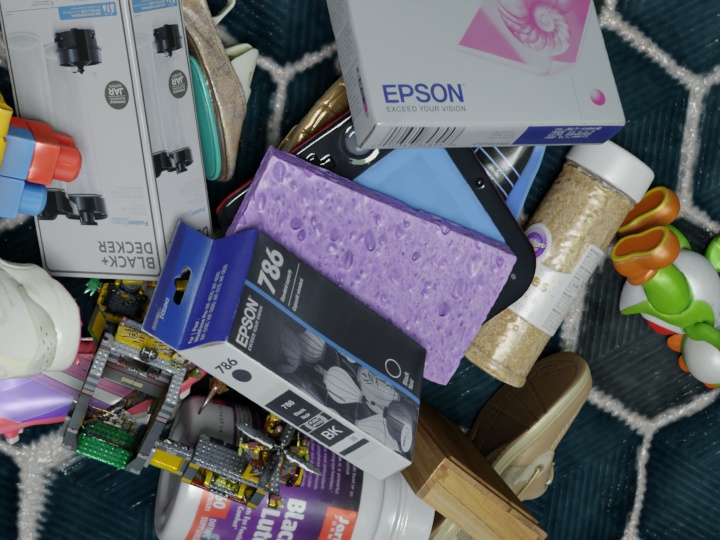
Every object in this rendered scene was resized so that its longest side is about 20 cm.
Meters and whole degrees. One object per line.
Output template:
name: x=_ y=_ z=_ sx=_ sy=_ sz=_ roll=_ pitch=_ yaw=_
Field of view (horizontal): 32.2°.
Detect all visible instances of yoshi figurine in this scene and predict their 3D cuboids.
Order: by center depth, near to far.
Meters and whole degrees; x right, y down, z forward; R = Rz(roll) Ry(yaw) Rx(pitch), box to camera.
yoshi figurine: x=0.291 y=0.027 z=1.004 sx=0.112 sy=0.112 sz=0.200 roll=-44 pitch=112 yaw=-7

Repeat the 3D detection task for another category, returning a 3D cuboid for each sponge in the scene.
sponge: x=0.000 y=0.000 z=0.875 sx=0.198 sy=0.030 sz=0.112 roll=22 pitch=109 yaw=-20

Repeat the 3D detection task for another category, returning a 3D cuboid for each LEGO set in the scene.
LEGO set: x=-0.106 y=0.067 z=0.842 sx=0.198 sy=0.155 sz=0.116 roll=28 pitch=137 yaw=-5

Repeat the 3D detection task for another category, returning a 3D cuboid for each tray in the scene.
tray: x=0.060 y=0.139 z=0.923 sx=0.098 sy=0.200 sz=0.037 roll=38 pitch=92 yaw=-19

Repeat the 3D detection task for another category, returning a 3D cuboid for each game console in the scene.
game console: x=0.019 y=-0.020 z=0.899 sx=0.176 sy=0.031 sz=0.201 roll=-36 pitch=116 yaw=0

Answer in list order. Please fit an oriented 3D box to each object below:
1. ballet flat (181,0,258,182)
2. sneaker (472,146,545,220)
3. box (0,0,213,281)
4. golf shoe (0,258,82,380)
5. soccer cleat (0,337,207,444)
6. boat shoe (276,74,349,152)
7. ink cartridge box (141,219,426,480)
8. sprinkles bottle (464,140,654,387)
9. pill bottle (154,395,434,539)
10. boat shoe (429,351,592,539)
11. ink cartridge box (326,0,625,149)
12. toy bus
ballet flat: x=-0.111 y=-0.165 z=0.882 sx=0.067 sy=0.068 sz=0.202 roll=-28 pitch=111 yaw=-28
sneaker: x=0.085 y=-0.078 z=0.945 sx=0.077 sy=0.070 sz=0.202 roll=11 pitch=102 yaw=-23
box: x=-0.172 y=-0.097 z=0.853 sx=0.115 sy=0.060 sz=0.203 roll=3 pitch=108 yaw=28
golf shoe: x=-0.278 y=0.009 z=0.825 sx=0.199 sy=0.091 sz=0.076 roll=28 pitch=119 yaw=22
soccer cleat: x=-0.210 y=0.074 z=0.916 sx=0.197 sy=0.067 sz=0.077 roll=-13 pitch=102 yaw=-7
boat shoe: x=-0.034 y=-0.079 z=0.916 sx=0.073 sy=0.069 sz=0.201 roll=34 pitch=98 yaw=-25
ink cartridge box: x=-0.043 y=0.046 z=0.815 sx=0.199 sy=0.100 sz=0.039 roll=34 pitch=134 yaw=-24
sprinkles bottle: x=0.151 y=-0.008 z=0.979 sx=0.068 sy=0.068 sz=0.201 roll=30 pitch=95 yaw=-18
pill bottle: x=-0.048 y=0.169 z=0.950 sx=0.198 sy=0.111 sz=0.113 roll=14 pitch=100 yaw=-16
boat shoe: x=0.123 y=0.153 z=1.015 sx=0.064 sy=0.071 sz=0.200 roll=37 pitch=101 yaw=-25
ink cartridge box: x=0.073 y=-0.182 z=0.863 sx=0.194 sy=0.043 sz=0.203 roll=-4 pitch=72 yaw=-24
toy bus: x=-0.283 y=-0.088 z=0.800 sx=0.190 sy=0.200 sz=0.137 roll=8 pitch=108 yaw=-29
